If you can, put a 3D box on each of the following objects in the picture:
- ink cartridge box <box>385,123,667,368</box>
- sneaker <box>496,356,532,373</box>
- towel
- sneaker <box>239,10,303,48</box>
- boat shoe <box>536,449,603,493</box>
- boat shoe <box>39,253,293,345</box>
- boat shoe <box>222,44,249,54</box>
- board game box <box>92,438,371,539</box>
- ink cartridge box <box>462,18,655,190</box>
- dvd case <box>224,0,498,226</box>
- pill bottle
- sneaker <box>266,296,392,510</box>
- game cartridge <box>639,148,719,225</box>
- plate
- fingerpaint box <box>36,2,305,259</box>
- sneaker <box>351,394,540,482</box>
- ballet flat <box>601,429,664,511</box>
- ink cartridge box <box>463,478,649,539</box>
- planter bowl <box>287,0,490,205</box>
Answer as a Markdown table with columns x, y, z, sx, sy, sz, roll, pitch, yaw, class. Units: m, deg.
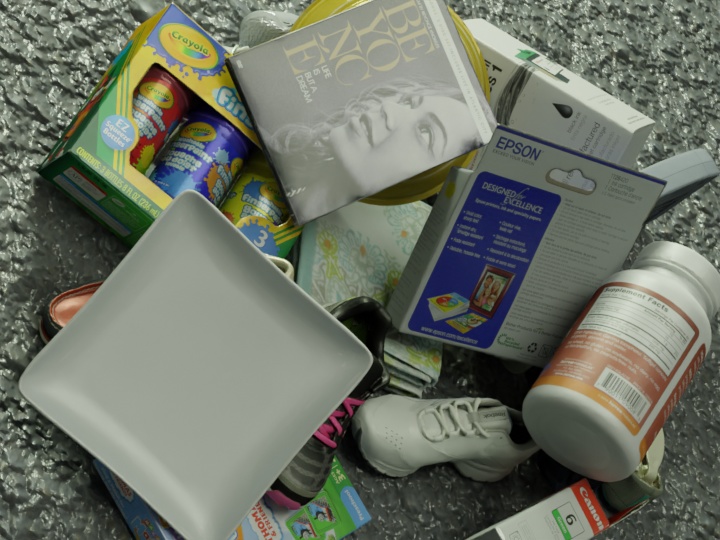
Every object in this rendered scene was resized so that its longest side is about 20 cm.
| x | y | z | sx | sy | sz | roll | pitch | yaw | class |
| --- | --- | --- | --- | --- | --- | --- | --- | --- | --- |
| 0.142 | -0.020 | 1.738 | 0.197 | 0.201 | 0.047 | 16 | 16 | -33 | ink cartridge box |
| 0.144 | -0.008 | 1.880 | 0.088 | 0.074 | 0.201 | 36 | 45 | -24 | sneaker |
| 0.000 | 0.000 | 1.765 | 0.171 | 0.048 | 0.201 | 28 | 49 | -31 | towel |
| -0.035 | -0.223 | 1.850 | 0.199 | 0.075 | 0.116 | 19 | 53 | -40 | sneaker |
| 0.190 | 0.132 | 1.849 | 0.074 | 0.093 | 0.200 | 28 | 21 | -21 | boat shoe |
| -0.148 | 0.024 | 1.547 | 0.199 | 0.063 | 0.072 | -5 | 61 | -13 | boat shoe |
| -0.112 | -0.171 | 1.749 | 0.199 | 0.067 | 0.074 | 6 | 61 | -40 | boat shoe |
| -0.097 | 0.174 | 1.573 | 0.200 | 0.037 | 0.152 | -26 | 84 | -47 | board game box |
| 0.144 | -0.120 | 1.835 | 0.199 | 0.147 | 0.084 | 32 | 20 | 15 | ink cartridge box |
| 0.005 | -0.142 | 1.659 | 0.199 | 0.016 | 0.149 | -24 | 92 | -20 | dvd case |
| 0.232 | 0.074 | 1.724 | 0.112 | 0.112 | 0.200 | 44 | 61 | -12 | pill bottle |
| -0.026 | 0.096 | 1.592 | 0.074 | 0.087 | 0.201 | 38 | 49 | -21 | sneaker |
| 0.268 | -0.065 | 1.986 | 0.200 | 0.133 | 0.041 | -22 | 82 | -48 | game cartridge |
| -0.123 | 0.076 | 1.503 | 0.200 | 0.032 | 0.200 | 43 | 80 | -12 | plate |
| -0.134 | -0.088 | 1.642 | 0.200 | 0.073 | 0.167 | 41 | 61 | -17 | fingerpaint box |
| 0.078 | 0.133 | 1.723 | 0.199 | 0.087 | 0.075 | 6 | 63 | -39 | sneaker |
| 0.261 | 0.134 | 1.908 | 0.067 | 0.064 | 0.201 | 23 | 51 | -32 | ballet flat |
| 0.148 | 0.226 | 1.714 | 0.200 | 0.109 | 0.051 | -21 | 80 | -47 | ink cartridge box |
| 0.032 | -0.160 | 1.725 | 0.199 | 0.083 | 0.202 | 1 | 85 | -17 | planter bowl |
